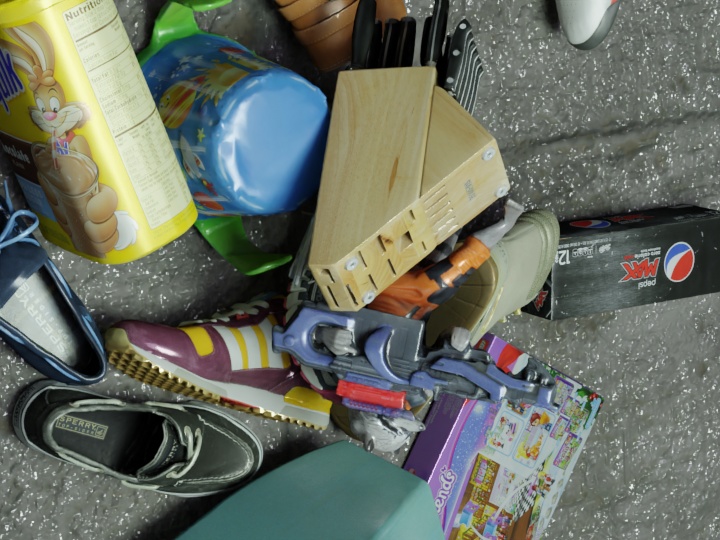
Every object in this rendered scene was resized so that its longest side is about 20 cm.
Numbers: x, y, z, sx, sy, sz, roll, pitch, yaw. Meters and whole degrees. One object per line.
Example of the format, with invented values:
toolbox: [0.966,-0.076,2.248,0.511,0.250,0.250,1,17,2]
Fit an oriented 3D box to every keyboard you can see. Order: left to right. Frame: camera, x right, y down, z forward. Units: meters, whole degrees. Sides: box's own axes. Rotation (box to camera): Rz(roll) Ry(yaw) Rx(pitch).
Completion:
keyboard: [-0.016,-0.066,1.290,0.011,0.200,0.056,24,127,-3]

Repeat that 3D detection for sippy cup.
sippy cup: [-0.087,-0.094,1.261,0.178,0.130,0.140,42,76,-31]

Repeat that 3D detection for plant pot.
plant pot: [-0.038,0.230,1.334,0.200,0.141,0.141,-43,136,-29]

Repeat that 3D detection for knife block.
knife block: [0.008,-0.094,1.243,0.200,0.176,0.064,-39,147,-9]

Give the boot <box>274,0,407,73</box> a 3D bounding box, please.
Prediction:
boot: [-0.053,-0.210,1.299,0.200,0.074,0.155,-29,118,-23]

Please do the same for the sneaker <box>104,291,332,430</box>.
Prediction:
sneaker: [-0.096,0.051,1.326,0.200,0.075,0.090,23,78,-40]

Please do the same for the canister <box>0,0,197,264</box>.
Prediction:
canister: [-0.191,-0.113,1.180,0.086,0.148,0.200,-32,117,-24]

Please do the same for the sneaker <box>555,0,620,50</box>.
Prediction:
sneaker: [0.150,-0.277,1.423,0.108,0.067,0.202,5,93,-33]

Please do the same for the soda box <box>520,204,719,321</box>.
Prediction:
soda box: [0.216,-0.008,1.519,0.200,0.063,0.071,-8,105,-32]

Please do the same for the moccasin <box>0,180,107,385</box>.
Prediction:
moccasin: [-0.231,-0.003,1.220,0.081,0.068,0.200,-51,119,-14]

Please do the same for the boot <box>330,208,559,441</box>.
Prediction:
boot: [0.068,0.040,1.416,0.200,0.072,0.155,-53,168,29]

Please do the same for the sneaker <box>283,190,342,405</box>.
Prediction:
sneaker: [0.000,0.000,1.329,0.081,0.075,0.200,35,58,-46]

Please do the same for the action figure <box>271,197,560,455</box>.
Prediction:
action figure: [0.052,0.039,1.257,0.200,0.105,0.194,20,85,10]

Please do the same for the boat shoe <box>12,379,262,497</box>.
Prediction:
boat shoe: [-0.148,0.127,1.304,0.200,0.064,0.071,14,91,-35]

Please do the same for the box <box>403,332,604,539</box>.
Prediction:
box: [0.104,0.164,1.492,0.137,0.039,0.200,30,83,-34]
